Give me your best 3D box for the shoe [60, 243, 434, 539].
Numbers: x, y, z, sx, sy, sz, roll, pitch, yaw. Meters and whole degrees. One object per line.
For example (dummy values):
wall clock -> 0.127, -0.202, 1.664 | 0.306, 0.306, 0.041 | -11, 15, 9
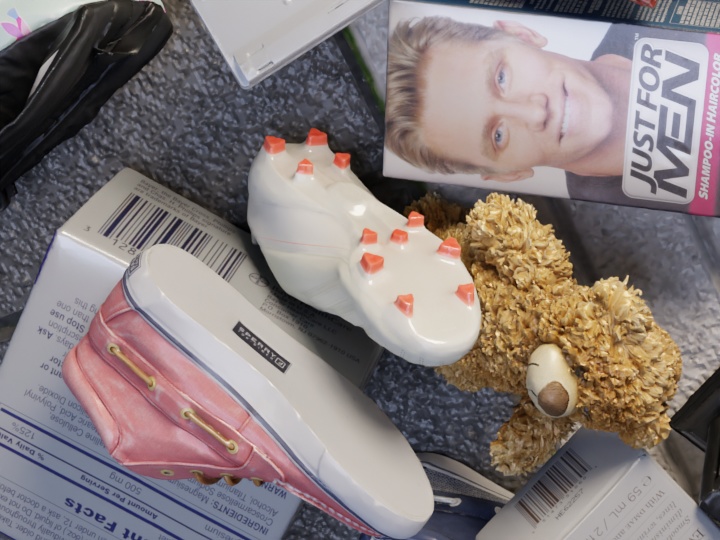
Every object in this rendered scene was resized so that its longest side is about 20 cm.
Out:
shoe -> -0.060, 0.083, 1.066 | 0.200, 0.071, 0.091 | 42, 117, 0

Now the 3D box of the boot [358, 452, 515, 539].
boot -> 0.095, 0.176, 1.166 | 0.199, 0.090, 0.073 | 20, 117, 6

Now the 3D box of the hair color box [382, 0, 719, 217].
hair color box -> 0.115, -0.090, 1.058 | 0.199, 0.061, 0.100 | 7, 115, 13

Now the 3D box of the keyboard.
keyboard -> 0.010, -0.166, 1.031 | 0.200, 0.011, 0.056 | -32, 81, 11

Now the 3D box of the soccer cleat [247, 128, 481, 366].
soccer cleat -> 0.000, 0.000, 1.081 | 0.069, 0.200, 0.078 | -9, 126, -29

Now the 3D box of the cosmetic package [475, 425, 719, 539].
cosmetic package -> 0.165, 0.180, 1.114 | 0.102, 0.074, 0.200 | -46, 112, 1

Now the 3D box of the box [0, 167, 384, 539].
box -> -0.107, 0.078, 1.171 | 0.184, 0.105, 0.200 | 28, 117, 1

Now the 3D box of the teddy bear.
teddy bear -> 0.076, 0.031, 1.075 | 0.200, 0.067, 0.145 | 47, 129, 39

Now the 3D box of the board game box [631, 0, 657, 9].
board game box -> 0.070, -0.211, 1.003 | 0.200, 0.019, 0.103 | 24, 95, 13

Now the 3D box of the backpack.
backpack -> -0.203, -0.116, 1.083 | 0.200, 0.167, 0.127 | -36, 84, 20

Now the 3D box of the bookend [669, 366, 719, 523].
bookend -> 0.241, 0.083, 1.021 | 0.092, 0.199, 0.200 | 37, 119, -5
